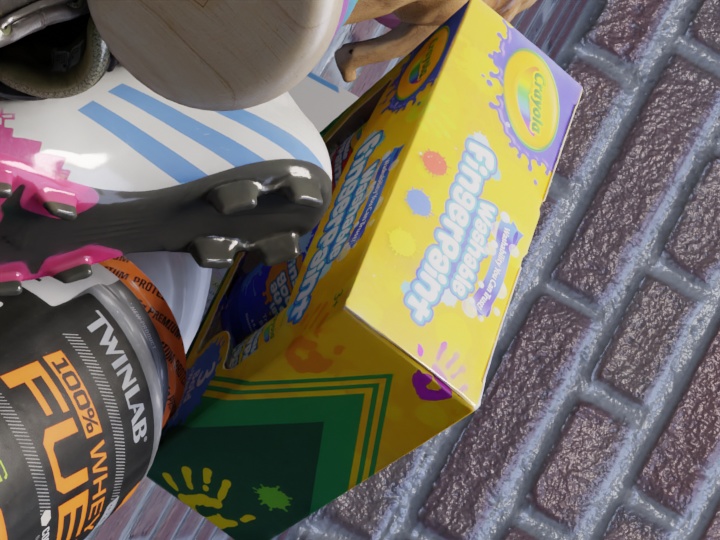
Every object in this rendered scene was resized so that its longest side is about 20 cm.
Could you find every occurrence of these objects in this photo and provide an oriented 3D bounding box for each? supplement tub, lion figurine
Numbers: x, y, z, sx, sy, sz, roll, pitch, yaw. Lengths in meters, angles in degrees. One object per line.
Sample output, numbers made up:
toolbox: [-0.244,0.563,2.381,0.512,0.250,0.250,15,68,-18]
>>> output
supplement tub: [-0.157,0.067,0.708,0.200,0.122,0.123,-42,161,-54]
lion figurine: [0.028,-0.136,0.836,0.122,0.073,0.200,-20,-177,13]

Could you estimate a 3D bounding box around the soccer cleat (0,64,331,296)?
soccer cleat: [-0.106,-0.042,0.682,0.199,0.087,0.070,-1,141,-30]

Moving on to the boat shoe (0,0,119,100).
boat shoe: [-0.111,-0.089,0.632,0.073,0.065,0.200,-22,180,23]

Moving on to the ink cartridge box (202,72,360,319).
ink cartridge box: [-0.055,-0.016,1.048,0.085,0.144,0.200,-56,171,-42]

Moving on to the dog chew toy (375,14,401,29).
dog chew toy: [0.027,-0.196,1.054,0.125,0.124,0.200,-63,165,14]

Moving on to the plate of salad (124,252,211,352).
plate of salad: [-0.149,0.026,0.866,0.200,0.048,0.201,-32,139,-34]

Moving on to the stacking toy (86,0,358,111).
stacking toy: [-0.025,-0.121,0.659,0.086,0.085,0.200,-64,176,24]

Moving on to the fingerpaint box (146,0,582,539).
fingerpaint box: [0.000,0.000,0.816,0.167,0.073,0.201,-37,-158,45]
